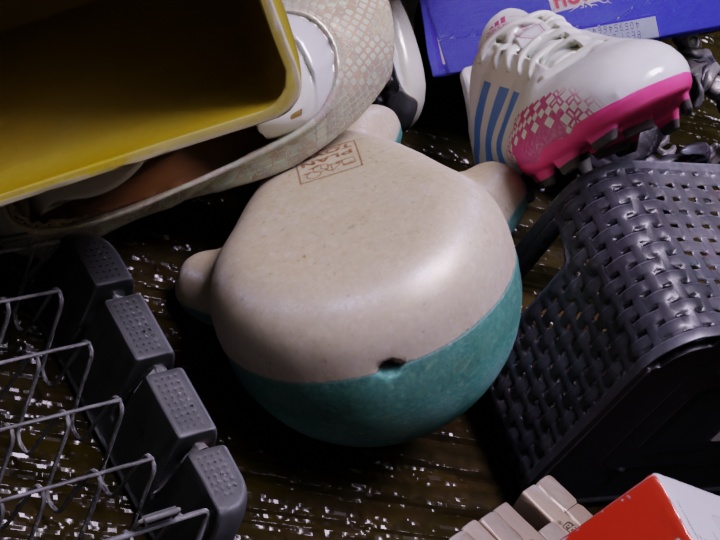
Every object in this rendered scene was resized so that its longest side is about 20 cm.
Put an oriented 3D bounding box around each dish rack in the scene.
[{"bbox_3d":[-0.148,0.060,0.669,0.199,0.055,0.154,-11,57,-38],"label":"dish rack"}]

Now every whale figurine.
[{"bbox_3d":[0.000,0.000,0.800,0.158,0.104,0.200,-19,30,-1],"label":"whale figurine"}]

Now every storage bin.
[{"bbox_3d":[0.161,0.030,0.834,0.199,0.135,0.094,1,53,-33],"label":"storage bin"}]

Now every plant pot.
[{"bbox_3d":[-0.138,-0.147,0.702,0.177,0.199,0.201,-79,151,-70],"label":"plant pot"}]

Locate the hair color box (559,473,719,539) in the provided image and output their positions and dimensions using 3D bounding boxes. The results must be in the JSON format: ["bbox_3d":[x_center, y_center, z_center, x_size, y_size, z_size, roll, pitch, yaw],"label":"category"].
[{"bbox_3d":[0.149,0.149,0.674,0.200,0.064,0.111,23,34,-54],"label":"hair color box"}]

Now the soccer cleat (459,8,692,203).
[{"bbox_3d":[0.082,-0.081,0.808,0.070,0.200,0.087,-22,87,-13],"label":"soccer cleat"}]

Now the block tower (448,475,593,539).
[{"bbox_3d":[0.028,0.144,0.700,0.058,0.054,0.200,42,40,20],"label":"block tower"}]

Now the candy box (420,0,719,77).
[{"bbox_3d":[0.126,-0.178,0.964,0.168,0.077,0.200,-7,24,15],"label":"candy box"}]

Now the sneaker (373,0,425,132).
[{"bbox_3d":[0.013,-0.154,0.966,0.093,0.070,0.200,-2,50,-28],"label":"sneaker"}]

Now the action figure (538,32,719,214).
[{"bbox_3d":[0.159,-0.088,0.984,0.199,0.102,0.119,-27,75,-18],"label":"action figure"}]

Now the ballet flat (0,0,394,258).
[{"bbox_3d":[-0.066,-0.061,0.763,0.199,0.062,0.068,-31,91,-9],"label":"ballet flat"}]
